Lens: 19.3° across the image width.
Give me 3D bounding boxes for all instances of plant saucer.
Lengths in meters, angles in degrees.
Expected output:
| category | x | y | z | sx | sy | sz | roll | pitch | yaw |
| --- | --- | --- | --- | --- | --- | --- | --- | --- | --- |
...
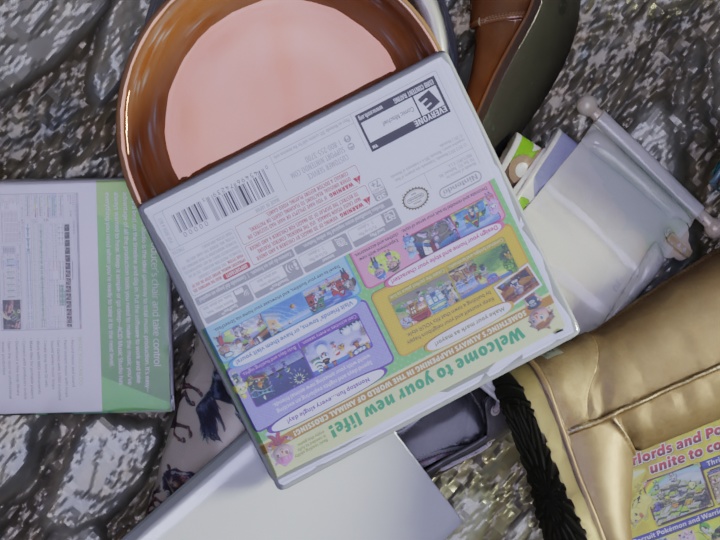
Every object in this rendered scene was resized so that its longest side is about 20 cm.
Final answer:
| category | x | y | z | sx | sy | sz | roll | pitch | yaw |
| --- | --- | --- | --- | --- | --- | --- | --- | --- | --- |
| plant saucer | -0.043 | -0.085 | 1.241 | 0.198 | 0.037 | 0.202 | 0 | 94 | -3 |

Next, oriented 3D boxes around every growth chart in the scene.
| category | x | y | z | sx | sy | sz | roll | pitch | yaw |
| --- | --- | --- | --- | --- | --- | --- | --- | --- | --- |
| growth chart | 0.115 | -0.012 | 1.297 | 0.200 | 0.018 | 0.145 | -44 | 97 | -14 |

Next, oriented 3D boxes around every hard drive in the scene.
| category | x | y | z | sx | sy | sz | roll | pitch | yaw |
| --- | --- | --- | --- | --- | --- | --- | --- | --- | --- |
| hard drive | -0.052 | 0.165 | 1.254 | 0.200 | 0.026 | 0.132 | -41 | 110 | -9 |

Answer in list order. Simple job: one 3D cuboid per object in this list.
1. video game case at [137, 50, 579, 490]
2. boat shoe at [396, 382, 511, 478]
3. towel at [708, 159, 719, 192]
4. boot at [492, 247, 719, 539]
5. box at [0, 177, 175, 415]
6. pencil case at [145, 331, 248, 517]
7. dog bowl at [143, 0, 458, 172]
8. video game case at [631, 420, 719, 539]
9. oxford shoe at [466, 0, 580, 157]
| category | x | y | z | sx | sy | sz | roll | pitch | yaw |
| --- | --- | --- | --- | --- | --- | --- | --- | --- | --- |
| video game case | 0.000 | 0.000 | 1.217 | 0.199 | 0.022 | 0.183 | -27 | 96 | -5 |
| boat shoe | 0.047 | 0.096 | 1.309 | 0.199 | 0.057 | 0.067 | -34 | 96 | 0 |
| towel | 0.328 | -0.057 | 1.263 | 0.199 | 0.022 | 0.147 | 34 | 94 | -5 |
| boot | 0.196 | 0.092 | 1.283 | 0.199 | 0.066 | 0.176 | -23 | 103 | -18 |
| box | -0.213 | 0.016 | 1.300 | 0.198 | 0.036 | 0.146 | -1 | 95 | -2 |
| pencil case | -0.073 | 0.091 | 1.293 | 0.077 | 0.089 | 0.202 | 17 | 94 | 24 |
| dog bowl | -0.036 | -0.124 | 1.285 | 0.198 | 0.059 | 0.202 | 0 | 94 | -4 |
| video game case | 0.262 | 0.164 | 1.344 | 0.199 | 0.026 | 0.182 | -20 | 96 | 0 |
| oxford shoe | 0.092 | -0.161 | 1.296 | 0.071 | 0.071 | 0.201 | 24 | 97 | 25 |
